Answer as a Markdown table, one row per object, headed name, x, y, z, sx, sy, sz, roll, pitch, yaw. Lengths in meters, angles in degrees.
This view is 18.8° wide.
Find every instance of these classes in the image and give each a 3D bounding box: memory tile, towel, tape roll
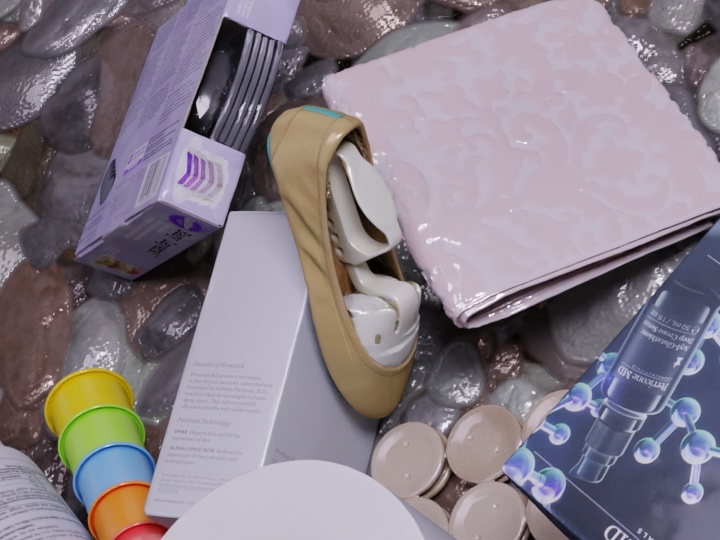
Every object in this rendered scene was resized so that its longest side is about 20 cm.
| name | x | y | z | sx | sy | sz | roll | pitch | yaw |
| --- | --- | --- | --- | --- | --- | --- | --- | --- | --- |
| memory tile | 0.077 | 0.169 | 1.248 | 0.153 | 0.017 | 0.200 | -15 | 57 | 25 |
| towel | 0.099 | -0.071 | 1.301 | 0.191 | 0.032 | 0.200 | -20 | 53 | -13 |
| tape roll | -0.015 | 0.220 | 1.177 | 0.202 | 0.139 | 0.203 | -15 | 58 | 26 |

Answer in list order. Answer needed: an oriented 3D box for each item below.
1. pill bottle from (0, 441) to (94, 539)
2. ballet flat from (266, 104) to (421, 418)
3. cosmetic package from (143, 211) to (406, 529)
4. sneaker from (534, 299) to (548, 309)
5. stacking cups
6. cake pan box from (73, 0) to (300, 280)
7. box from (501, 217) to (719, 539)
| name | x | y | z | sx | sy | sz | roll | pitch | yaw |
| --- | --- | --- | --- | --- | --- | --- | --- | --- | --- |
| pill bottle | -0.230 | 0.182 | 1.370 | 0.113 | 0.113 | 0.200 | -47 | 50 | 2 |
| ballet flat | 0.000 | 0.000 | 1.257 | 0.063 | 0.200 | 0.069 | 1 | 30 | 41 |
| cosmetic package | -0.046 | 0.075 | 1.316 | 0.081 | 0.113 | 0.200 | 0 | 64 | 32 |
| sneaker | 0.062 | -0.059 | 1.347 | 0.200 | 0.067 | 0.090 | 33 | 85 | 39 |
| stacking cups | -0.144 | 0.139 | 1.347 | 0.060 | 0.061 | 0.200 | -42 | 38 | 6 |
| cake pan box | -0.112 | -0.099 | 1.426 | 0.200 | 0.052 | 0.184 | -27 | 44 | 64 |
| box | 0.202 | 0.090 | 1.143 | 0.200 | 0.107 | 0.148 | -49 | 54 | -3 |
